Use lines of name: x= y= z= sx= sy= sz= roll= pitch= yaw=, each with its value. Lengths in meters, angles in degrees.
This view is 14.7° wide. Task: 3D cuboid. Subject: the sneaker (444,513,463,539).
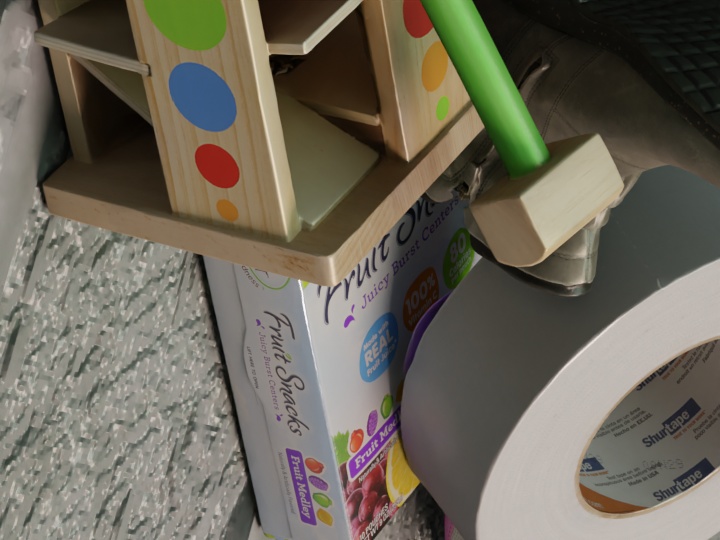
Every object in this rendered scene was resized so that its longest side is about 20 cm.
sneaker: x=0.080 y=0.074 z=1.296 sx=0.081 sy=0.088 sz=0.200 roll=15 pitch=95 yaw=-30

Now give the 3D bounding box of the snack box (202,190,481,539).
snack box: x=0.000 y=0.000 z=1.160 sx=0.142 sy=0.053 sz=0.200 roll=-49 pitch=141 yaw=-41

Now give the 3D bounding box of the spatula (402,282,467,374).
spatula: x=0.093 y=-0.020 z=1.181 sx=0.200 sy=0.021 sz=0.057 roll=-40 pitch=160 yaw=-30

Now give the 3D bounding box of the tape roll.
tape roll: x=0.116 y=0.044 z=1.166 sx=0.200 sy=0.066 sz=0.201 roll=-24 pitch=142 yaw=-20

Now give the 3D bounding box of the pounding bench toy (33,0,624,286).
pounding bench toy: x=-0.009 y=-0.096 z=0.959 sx=0.124 sy=0.200 sz=0.156 roll=-46 pitch=139 yaw=-41

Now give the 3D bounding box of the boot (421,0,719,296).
boot: x=0.096 y=-0.042 z=1.037 sx=0.068 sy=0.200 sz=0.131 roll=-16 pitch=134 yaw=-37
